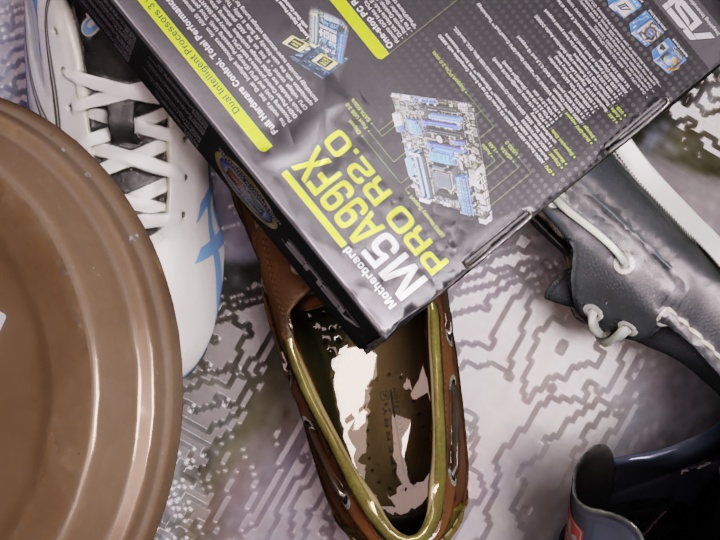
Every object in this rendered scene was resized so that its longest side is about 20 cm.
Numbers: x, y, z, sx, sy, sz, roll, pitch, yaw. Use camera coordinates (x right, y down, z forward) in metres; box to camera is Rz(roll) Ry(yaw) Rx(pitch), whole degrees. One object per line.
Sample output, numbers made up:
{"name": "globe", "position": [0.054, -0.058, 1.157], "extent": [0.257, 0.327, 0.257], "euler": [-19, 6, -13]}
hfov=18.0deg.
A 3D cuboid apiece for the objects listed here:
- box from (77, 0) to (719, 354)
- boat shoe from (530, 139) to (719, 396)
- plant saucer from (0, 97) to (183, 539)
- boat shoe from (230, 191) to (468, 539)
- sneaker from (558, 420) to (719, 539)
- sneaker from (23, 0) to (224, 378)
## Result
{"name": "box", "position": [0.002, -0.100, 0.736], "extent": [0.160, 0.044, 0.200], "euler": [-40, 89, -12]}
{"name": "boat shoe", "position": [0.087, -0.009, 0.793], "extent": [0.060, 0.076, 0.200], "euler": [-36, 80, -4]}
{"name": "plant saucer", "position": [-0.148, 0.040, 0.697], "extent": [0.200, 0.029, 0.200], "euler": [-3, 82, 22]}
{"name": "boat shoe", "position": [0.000, 0.000, 0.786], "extent": [0.072, 0.068, 0.200], "euler": [-18, 89, -2]}
{"name": "sneaker", "position": [0.082, 0.109, 0.759], "extent": [0.084, 0.075, 0.200], "euler": [35, 109, -31]}
{"name": "sneaker", "position": [-0.083, -0.058, 0.780], "extent": [0.072, 0.072, 0.200], "euler": [-3, 90, 0]}
